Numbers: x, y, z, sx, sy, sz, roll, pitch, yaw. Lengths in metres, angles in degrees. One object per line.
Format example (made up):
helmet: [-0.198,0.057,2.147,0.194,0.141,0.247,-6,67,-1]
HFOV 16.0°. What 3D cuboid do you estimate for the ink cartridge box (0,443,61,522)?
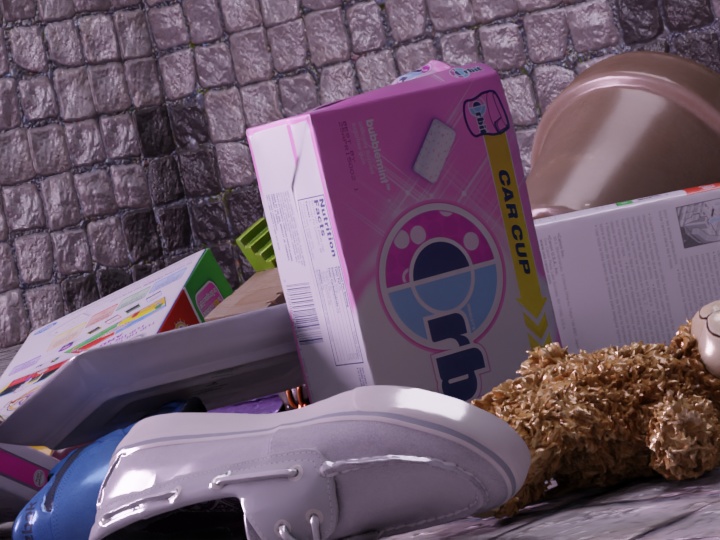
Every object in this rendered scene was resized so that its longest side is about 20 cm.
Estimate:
ink cartridge box: [-0.253,0.094,1.379,0.095,0.037,0.200,-5,-22,37]

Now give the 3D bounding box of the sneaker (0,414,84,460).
sneaker: [-0.242,0.104,1.560,0.200,0.090,0.075,-13,2,-19]

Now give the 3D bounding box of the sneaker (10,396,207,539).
sneaker: [-0.114,0.103,1.212,0.078,0.066,0.200,-11,3,8]

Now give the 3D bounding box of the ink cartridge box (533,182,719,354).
ink cartridge box: [0.178,0.011,1.376,0.200,0.109,0.050,-12,2,3]

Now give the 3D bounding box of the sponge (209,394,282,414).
sponge: [-0.063,0.096,1.583,0.111,0.030,0.200,-12,1,-26]

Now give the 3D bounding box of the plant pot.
plant pot: [0.185,-0.031,1.816,0.200,0.200,0.175,-10,22,40]

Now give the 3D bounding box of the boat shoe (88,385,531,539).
boat shoe: [-0.027,0.093,1.037,0.200,0.072,0.069,-2,47,29]

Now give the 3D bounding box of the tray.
tray: [-0.079,0.051,1.279,0.200,0.022,0.107,-13,-18,-38]

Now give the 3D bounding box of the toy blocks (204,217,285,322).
toy blocks: [0.000,0.000,1.588,0.200,0.100,0.137,-43,18,-30]

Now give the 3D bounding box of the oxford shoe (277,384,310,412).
oxford shoe: [-0.002,0.069,1.384,0.072,0.071,0.200,-19,-12,-15]

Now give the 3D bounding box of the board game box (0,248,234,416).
board game box: [-0.176,0.066,1.710,0.153,0.040,0.200,-25,15,18]

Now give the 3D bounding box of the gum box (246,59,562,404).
gum box: [0.026,0.002,1.251,0.113,0.200,0.066,-15,4,-32]

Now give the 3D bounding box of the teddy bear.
teddy bear: [0.107,0.059,1.114,0.200,0.067,0.145,-12,5,7]
